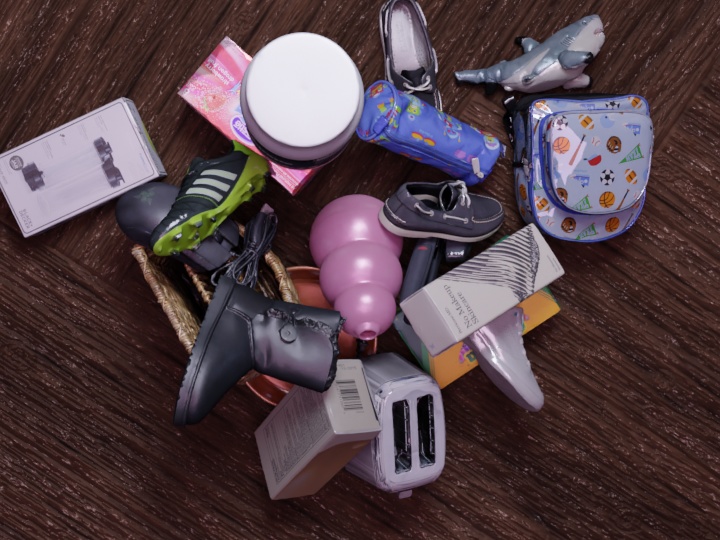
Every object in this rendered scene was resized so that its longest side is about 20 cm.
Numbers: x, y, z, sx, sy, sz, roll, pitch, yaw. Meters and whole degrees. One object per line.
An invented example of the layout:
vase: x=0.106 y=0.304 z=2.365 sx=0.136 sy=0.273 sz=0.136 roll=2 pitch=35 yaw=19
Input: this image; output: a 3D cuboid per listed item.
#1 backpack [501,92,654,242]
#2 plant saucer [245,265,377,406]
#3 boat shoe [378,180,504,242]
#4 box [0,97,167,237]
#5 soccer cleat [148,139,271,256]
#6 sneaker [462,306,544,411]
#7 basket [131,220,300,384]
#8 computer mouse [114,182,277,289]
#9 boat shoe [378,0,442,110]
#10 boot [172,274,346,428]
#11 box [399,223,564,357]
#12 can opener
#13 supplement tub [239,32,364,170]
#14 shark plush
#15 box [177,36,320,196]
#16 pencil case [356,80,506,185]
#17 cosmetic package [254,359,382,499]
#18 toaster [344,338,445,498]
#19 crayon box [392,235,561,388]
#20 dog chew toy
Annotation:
backpack: x=0.290 y=-0.132 z=1.297 sx=0.200 sy=0.154 sz=0.191 roll=-2 pitch=105 yaw=-3
plant saucer: x=-0.077 y=0.093 z=1.367 sx=0.200 sy=0.032 sz=0.201 roll=0 pitch=95 yaw=-1
boat shoe: x=0.118 y=-0.082 z=1.290 sx=0.200 sy=0.073 sz=0.063 roll=-3 pitch=138 yaw=-35
box: x=-0.374 y=-0.136 z=1.332 sx=0.200 sy=0.060 sz=0.117 roll=-26 pitch=94 yaw=2
soccer cleat: x=-0.193 y=-0.088 z=1.206 sx=0.081 sy=0.068 sz=0.200 roll=38 pitch=52 yaw=12
sneaker: x=0.187 y=0.090 z=1.295 sx=0.088 sy=0.075 sz=0.200 roll=-40 pitch=96 yaw=-14
basket: x=-0.167 y=0.026 z=1.272 sx=0.143 sy=0.149 sz=0.200 roll=-34 pitch=70 yaw=4
computer mouse: x=-0.207 y=-0.059 z=1.243 sx=0.200 sy=0.053 sz=0.139 roll=22 pitch=56 yaw=-3
boat shoe: x=0.069 y=-0.265 z=1.322 sx=0.074 sy=0.060 sz=0.200 roll=-9 pitch=96 yaw=-5
boot: x=-0.112 y=0.110 z=1.158 sx=0.168 sy=0.076 sz=0.200 roll=19 pitch=55 yaw=-4
box: x=0.152 y=0.023 z=1.233 sx=0.200 sy=0.068 sz=0.082 roll=-30 pitch=84 yaw=-32
can opener: x=0.088 y=-0.013 z=1.296 sx=0.079 sy=0.200 sz=0.063 roll=-2 pitch=128 yaw=29
supplement tub: x=-0.069 y=-0.194 z=1.163 sx=0.140 sy=0.200 sz=0.141 roll=0 pitch=90 yaw=-4
shark plush: x=0.230 y=-0.278 z=1.340 sx=0.200 sy=0.091 sz=0.083 roll=-16 pitch=75 yaw=21
box: x=-0.129 y=-0.198 z=1.309 sx=0.200 sy=0.095 sz=0.103 roll=42 pitch=92 yaw=-3
pencil case: x=0.090 y=-0.170 z=1.280 sx=0.200 sy=0.087 sz=0.078 roll=20 pitch=121 yaw=-32
cosmetic package: x=-0.059 y=0.207 z=1.285 sx=0.071 sy=0.200 sz=0.105 roll=1 pitch=57 yaw=-32
toaster: x=0.041 y=0.193 z=1.308 sx=0.113 sy=0.129 sz=0.200 roll=-7 pitch=103 yaw=-25
crayon box: x=0.153 y=0.056 z=1.351 sx=0.200 sy=0.058 sz=0.119 roll=-34 pitch=95 yaw=2
dog chew toy: x=0.000 y=0.000 z=1.281 sx=0.124 sy=0.125 sz=0.200 roll=-8 pitch=53 yaw=0
